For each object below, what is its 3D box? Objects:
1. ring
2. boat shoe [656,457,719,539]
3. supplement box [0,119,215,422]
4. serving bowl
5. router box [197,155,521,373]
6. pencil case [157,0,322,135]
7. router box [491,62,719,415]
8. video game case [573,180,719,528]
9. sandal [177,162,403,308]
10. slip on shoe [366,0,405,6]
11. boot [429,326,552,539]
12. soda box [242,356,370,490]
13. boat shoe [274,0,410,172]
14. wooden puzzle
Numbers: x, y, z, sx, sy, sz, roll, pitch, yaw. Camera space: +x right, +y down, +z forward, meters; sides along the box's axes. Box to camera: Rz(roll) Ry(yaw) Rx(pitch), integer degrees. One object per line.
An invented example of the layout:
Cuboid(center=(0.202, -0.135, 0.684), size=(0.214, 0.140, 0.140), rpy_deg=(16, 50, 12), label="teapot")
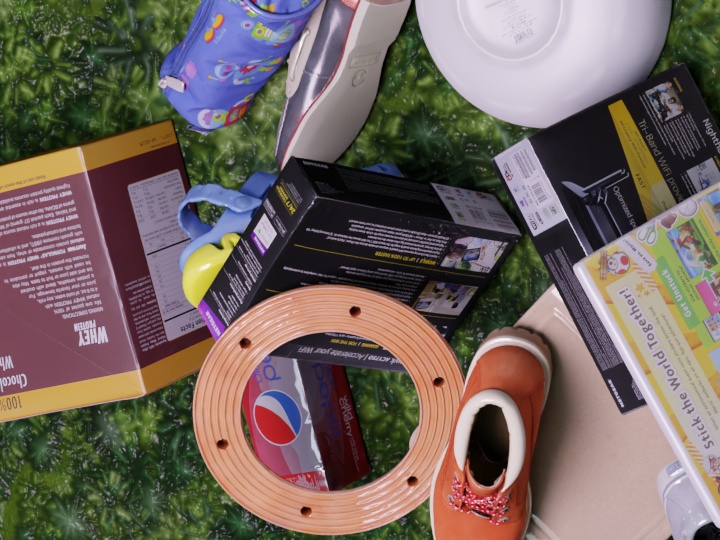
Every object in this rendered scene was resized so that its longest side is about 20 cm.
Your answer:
Cuboid(center=(-0.021, 0.100, 1.721), size=(0.199, 0.019, 0.202), rpy_deg=(0, 114, 0), label="ring")
Cuboid(center=(0.259, 0.210, 1.672), size=(0.070, 0.072, 0.201), rpy_deg=(-22, 135, 10), label="boat shoe")
Cuboid(center=(-0.239, 0.004, 1.927), size=(0.196, 0.133, 0.201), rpy_deg=(-12, 96, 31), label="supplement box")
Cuboid(center=(0.120, -0.196, 1.710), size=(0.199, 0.066, 0.201), rpy_deg=(8, 107, 28), label="serving bowl")
Cuboid(center=(0.000, 0.000, 1.752), size=(0.149, 0.199, 0.051), rpy_deg=(-56, 45, 27), label="router box")
Cuboid(center=(-0.093, -0.179, 1.781), size=(0.078, 0.086, 0.200), rpy_deg=(67, 152, 15), label="pencil case")
Cuboid(center=(0.203, -0.024, 1.650), size=(0.052, 0.157, 0.201), rpy_deg=(-30, 86, 58), label="router box")
Cuboid(center=(0.267, 0.039, 1.577), size=(0.181, 0.023, 0.201), rpy_deg=(-29, 89, -2), label="video game case")
Cuboid(center=(-0.057, -0.045, 1.788), size=(0.087, 0.199, 0.080), rpy_deg=(55, 150, 31), label="sandal")
Cuboid(center=(-0.004, -0.288, 1.698), size=(0.076, 0.061, 0.201), rpy_deg=(-13, 90, 6), label="slip on shoe")
Cuboid(center=(0.084, 0.150, 1.673), size=(0.075, 0.107, 0.201), rpy_deg=(11, 115, 7), label="boot")
Cuboid(center=(-0.057, 0.078, 1.878), size=(0.063, 0.070, 0.201), rpy_deg=(-10, 97, 31), label="soda box")
Cuboid(center=(-0.023, -0.158, 1.800), size=(0.063, 0.071, 0.201), rpy_deg=(42, 125, 28), label="boat shoe")
Cuboid(center=(0.158, 0.124, 1.715), size=(0.185, 0.037, 0.200), rpy_deg=(44, 118, 4), label="wooden puzzle")
